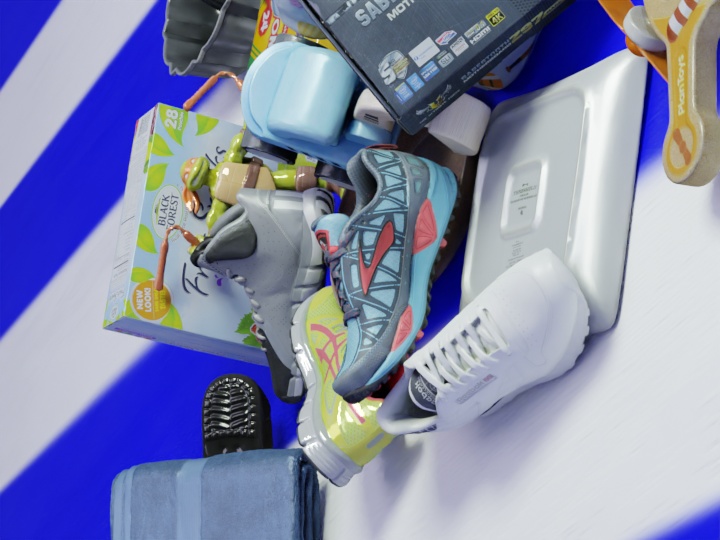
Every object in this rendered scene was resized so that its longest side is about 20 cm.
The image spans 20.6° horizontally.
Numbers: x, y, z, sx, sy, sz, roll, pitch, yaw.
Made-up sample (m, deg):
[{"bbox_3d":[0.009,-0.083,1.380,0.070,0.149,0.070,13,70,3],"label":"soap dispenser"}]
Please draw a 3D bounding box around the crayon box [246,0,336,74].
[{"bbox_3d":[-0.039,-0.240,1.844,0.200,0.051,0.127,-13,64,63],"label":"crayon box"}]

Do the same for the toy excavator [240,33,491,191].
[{"bbox_3d":[-0.001,-0.121,1.520,0.200,0.194,0.100,70,-141,-85],"label":"toy excavator"}]

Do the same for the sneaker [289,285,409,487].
[{"bbox_3d":[0.002,0.078,1.559,0.090,0.078,0.200,-35,36,22],"label":"sneaker"}]

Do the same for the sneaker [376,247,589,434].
[{"bbox_3d":[0.082,0.057,1.342,0.076,0.080,0.200,61,144,20],"label":"sneaker"}]

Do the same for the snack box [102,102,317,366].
[{"bbox_3d":[-0.129,-0.029,1.772,0.068,0.168,0.200,-28,51,61],"label":"snack box"}]

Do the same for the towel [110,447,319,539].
[{"bbox_3d":[-0.122,0.209,1.654,0.200,0.049,0.112,-10,71,32],"label":"towel"}]

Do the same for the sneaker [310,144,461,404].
[{"bbox_3d":[0.000,0.000,1.429,0.079,0.095,0.200,-39,30,57],"label":"sneaker"}]

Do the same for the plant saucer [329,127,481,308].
[{"bbox_3d":[0.042,-0.052,1.560,0.200,0.037,0.201,-46,33,42],"label":"plant saucer"}]

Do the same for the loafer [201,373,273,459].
[{"bbox_3d":[-0.100,0.191,1.722,0.073,0.071,0.201,5,88,21],"label":"loafer"}]

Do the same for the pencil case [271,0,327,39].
[{"bbox_3d":[-0.041,-0.253,1.515,0.091,0.200,0.083,-38,68,-5],"label":"pencil case"}]

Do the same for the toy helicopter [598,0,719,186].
[{"bbox_3d":[0.199,-0.145,1.238,0.132,0.079,0.200,-30,53,59],"label":"toy helicopter"}]

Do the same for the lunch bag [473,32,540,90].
[{"bbox_3d":[0.083,-0.230,1.545,0.200,0.075,0.161,36,107,64],"label":"lunch bag"}]

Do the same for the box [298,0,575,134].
[{"bbox_3d":[0.061,-0.220,1.411,0.200,0.051,0.158,-38,72,5],"label":"box"}]

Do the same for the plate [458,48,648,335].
[{"bbox_3d":[0.125,-0.047,1.395,0.199,0.032,0.200,-16,63,62],"label":"plate"}]

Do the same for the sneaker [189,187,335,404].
[{"bbox_3d":[-0.088,0.015,1.672,0.075,0.115,0.200,-81,-1,-64],"label":"sneaker"}]

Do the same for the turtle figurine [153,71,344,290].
[{"bbox_3d":[-0.093,-0.060,1.718,0.064,0.161,0.200,108,179,-80],"label":"turtle figurine"}]

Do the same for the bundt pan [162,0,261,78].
[{"bbox_3d":[-0.131,-0.286,2.039,0.202,0.076,0.202,-45,37,49],"label":"bundt pan"}]
